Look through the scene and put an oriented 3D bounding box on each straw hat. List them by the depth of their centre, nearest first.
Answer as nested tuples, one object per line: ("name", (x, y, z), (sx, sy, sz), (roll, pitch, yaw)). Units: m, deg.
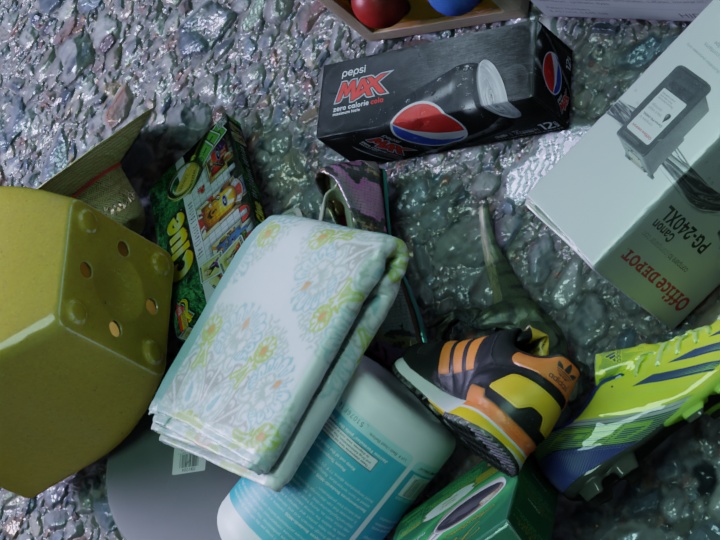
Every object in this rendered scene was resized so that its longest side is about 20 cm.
("straw hat", (-0.235, -0.052, 1.537), (0.201, 0.201, 0.085), (-34, 97, 19))

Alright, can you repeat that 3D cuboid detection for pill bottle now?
("pill bottle", (-0.030, 0.166, 1.285), (0.200, 0.111, 0.111), (-51, 51, 5))

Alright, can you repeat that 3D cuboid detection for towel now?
("towel", (-0.060, 0.054, 1.283), (0.171, 0.048, 0.201), (15, 73, 54))

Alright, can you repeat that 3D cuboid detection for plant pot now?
("plant pot", (-0.262, 0.042, 1.422), (0.199, 0.195, 0.195), (-23, 52, 34))

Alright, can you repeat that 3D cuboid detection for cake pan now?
("cake pan", (-0.127, 0.152, 1.408), (0.199, 0.037, 0.202), (-14, 63, 30))

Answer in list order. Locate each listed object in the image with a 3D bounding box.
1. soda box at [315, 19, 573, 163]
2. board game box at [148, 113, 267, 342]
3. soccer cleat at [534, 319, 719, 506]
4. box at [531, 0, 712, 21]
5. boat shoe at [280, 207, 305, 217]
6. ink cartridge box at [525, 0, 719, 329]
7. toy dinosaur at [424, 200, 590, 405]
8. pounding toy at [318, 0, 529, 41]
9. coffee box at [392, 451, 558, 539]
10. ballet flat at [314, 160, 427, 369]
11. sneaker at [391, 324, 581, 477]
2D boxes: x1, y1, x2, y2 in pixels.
("soda box", (0.064, -0.136, 1.380), (0.199, 0.063, 0.071), (-9, 66, 33))
("board game box", (-0.125, -0.037, 1.462), (0.105, 0.023, 0.200), (-44, 36, 20))
("soccer cleat", (0.199, 0.073, 1.173), (0.200, 0.065, 0.084), (-38, 68, 4))
("box", (0.201, -0.306, 1.284), (0.199, 0.171, 0.200), (7, 75, 37))
("boat shoe", (-0.049, 0.040, 1.382), (0.075, 0.062, 0.201), (-38, 38, 33))
("ink cartridge box", (0.228, -0.071, 1.181), (0.200, 0.145, 0.083), (-47, 54, 9))
("toy dinosaur", (0.102, 0.045, 1.290), (0.088, 0.047, 0.201), (-38, 49, 12))
("pounding toy", (0.009, -0.256, 1.381), (0.183, 0.200, 0.143), (-4, 69, 34))
("coffee box", (0.070, 0.180, 1.162), (0.123, 0.200, 0.044), (-37, 93, 13))
("ballet flat", (0.000, 0.000, 1.357), (0.071, 0.069, 0.201), (-4, 57, -14))
("sneaker", (0.091, 0.074, 1.202), (0.090, 0.070, 0.200), (-45, 18, -4))
